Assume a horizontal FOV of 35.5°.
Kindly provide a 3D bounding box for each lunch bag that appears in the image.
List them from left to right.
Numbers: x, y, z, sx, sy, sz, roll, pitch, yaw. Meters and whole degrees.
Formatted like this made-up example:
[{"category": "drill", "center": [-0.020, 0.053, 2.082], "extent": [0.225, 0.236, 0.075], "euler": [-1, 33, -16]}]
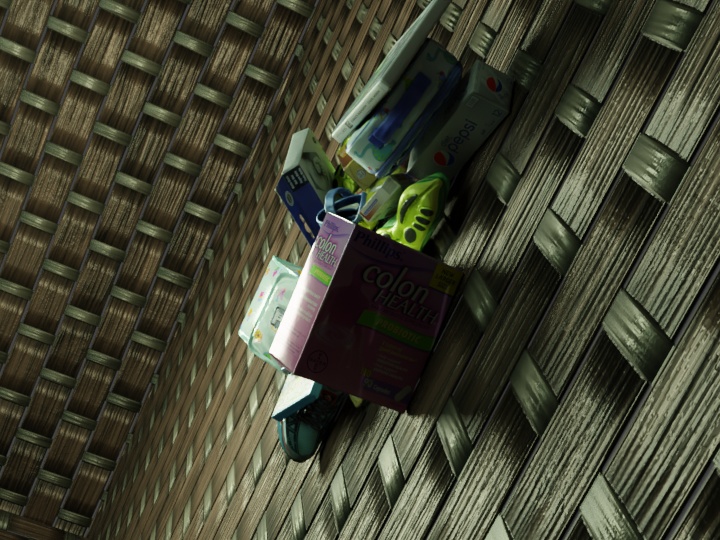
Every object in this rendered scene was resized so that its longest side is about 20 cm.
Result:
[{"category": "lunch bag", "center": [-0.130, 0.084, 2.046], "extent": [0.172, 0.121, 0.200], "euler": [-64, 23, 6]}, {"category": "lunch bag", "center": [0.062, -0.228, 1.584], "extent": [0.201, 0.082, 0.161], "euler": [-53, 5, 10]}]

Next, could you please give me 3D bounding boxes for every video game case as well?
[{"category": "video game case", "center": [-0.069, 0.124, 1.722], "extent": [0.143, 0.018, 0.202], "euler": [-37, 28, 55]}, {"category": "video game case", "center": [0.045, -0.287, 1.571], "extent": [0.201, 0.023, 0.182], "euler": [-58, 9, -27]}]

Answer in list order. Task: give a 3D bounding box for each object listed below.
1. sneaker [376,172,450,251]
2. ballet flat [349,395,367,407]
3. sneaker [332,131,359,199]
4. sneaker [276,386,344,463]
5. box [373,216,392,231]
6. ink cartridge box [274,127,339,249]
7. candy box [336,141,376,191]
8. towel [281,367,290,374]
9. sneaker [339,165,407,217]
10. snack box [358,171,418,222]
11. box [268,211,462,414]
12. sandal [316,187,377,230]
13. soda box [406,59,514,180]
[{"category": "sneaker", "center": [0.082, -0.069, 1.600], "extent": [0.083, 0.074, 0.200], "euler": [-40, -8, -30]}, {"category": "ballet flat", "center": [-0.001, 0.100, 1.658], "extent": [0.071, 0.070, 0.203], "euler": [-37, 34, 63]}, {"category": "sneaker", "center": [0.001, -0.182, 2.013], "extent": [0.074, 0.083, 0.201], "euler": [-46, 19, 30]}, {"category": "sneaker", "center": [-0.069, 0.197, 1.744], "extent": [0.095, 0.078, 0.203], "euler": [-26, 45, 66]}, {"category": "box", "center": [0.000, 0.000, 1.835], "extent": [0.200, 0.045, 0.161], "euler": [-36, 35, 64]}, {"category": "ink cartridge box", "center": [-0.069, -0.121, 1.961], "extent": [0.040, 0.201, 0.201], "euler": [-21, 29, 20]}, {"category": "candy box", "center": [0.052, -0.229, 1.831], "extent": [0.200, 0.056, 0.117], "euler": [-46, 19, 8]}, {"category": "towel", "center": [-0.060, 0.054, 1.734], "extent": [0.144, 0.024, 0.203], "euler": [-33, 36, 56]}, {"category": "sneaker", "center": [0.028, -0.121, 1.875], "extent": [0.199, 0.078, 0.091], "euler": [-22, 40, 62]}, {"category": "snack box", "center": [0.052, -0.111, 1.660], "extent": [0.072, 0.024, 0.200], "euler": [-50, -7, 15]}, {"category": "box", "center": [0.007, 0.055, 1.449], "extent": [0.096, 0.174, 0.203], "euler": [25, 92, 63]}, {"category": "sandal", "center": [-0.031, -0.075, 1.786], "extent": [0.201, 0.086, 0.081], "euler": [122, 162, -55]}, {"category": "soda box", "center": [0.139, -0.203, 1.588], "extent": [0.200, 0.063, 0.069], "euler": [-49, 22, 51]}]
